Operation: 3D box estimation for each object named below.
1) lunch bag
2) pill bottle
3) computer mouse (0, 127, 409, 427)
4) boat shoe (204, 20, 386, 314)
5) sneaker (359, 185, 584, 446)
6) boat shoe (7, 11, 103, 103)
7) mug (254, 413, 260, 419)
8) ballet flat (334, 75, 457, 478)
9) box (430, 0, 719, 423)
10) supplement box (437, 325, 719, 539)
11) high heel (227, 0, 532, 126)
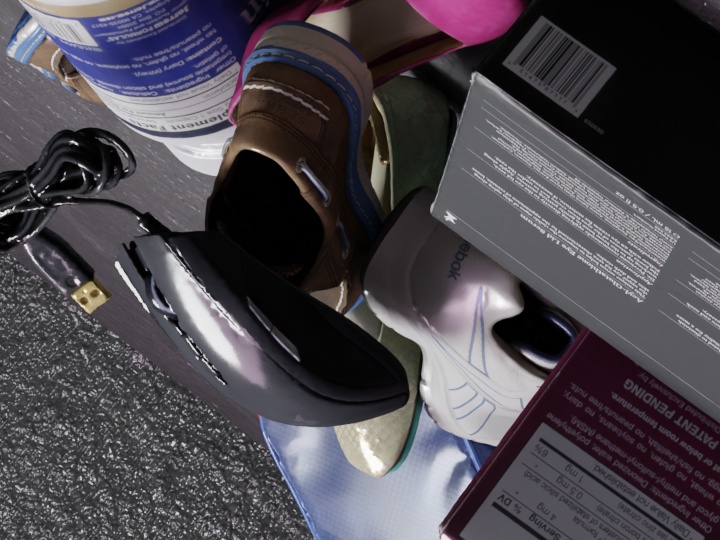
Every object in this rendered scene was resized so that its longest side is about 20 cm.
[{"bbox_3d":[0.053,0.097,1.371,0.136,0.132,0.200,-26,88,41],"label":"lunch bag"},{"bbox_3d":[-0.088,-0.129,1.218,0.116,0.116,0.200,32,169,30],"label":"pill bottle"},{"bbox_3d":[-0.083,0.021,1.139,0.200,0.046,0.140,39,153,-22],"label":"computer mouse"},{"bbox_3d":[-0.036,-0.025,1.147,0.072,0.072,0.200,20,150,17],"label":"boat shoe"},{"bbox_3d":[0.070,0.040,1.214,0.087,0.075,0.200,24,166,33],"label":"sneaker"},{"bbox_3d":[-0.156,-0.139,1.533,0.072,0.072,0.200,32,180,-2],"label":"boat shoe"},{"bbox_3d":[0.003,0.127,2.034,0.200,0.133,0.178,46,165,-27],"label":"mug"},{"bbox_3d":[0.000,0.000,1.270,0.062,0.200,0.067,15,164,-31],"label":"ballet flat"},{"bbox_3d":[0.135,-0.017,1.018,0.200,0.079,0.141,36,158,8],"label":"box"},{"bbox_3d":[0.132,0.075,1.140,0.103,0.200,0.131,35,171,12],"label":"supplement box"},{"bbox_3d":[0.003,-0.097,1.103,0.067,0.096,0.200,42,169,-23],"label":"high heel"}]
